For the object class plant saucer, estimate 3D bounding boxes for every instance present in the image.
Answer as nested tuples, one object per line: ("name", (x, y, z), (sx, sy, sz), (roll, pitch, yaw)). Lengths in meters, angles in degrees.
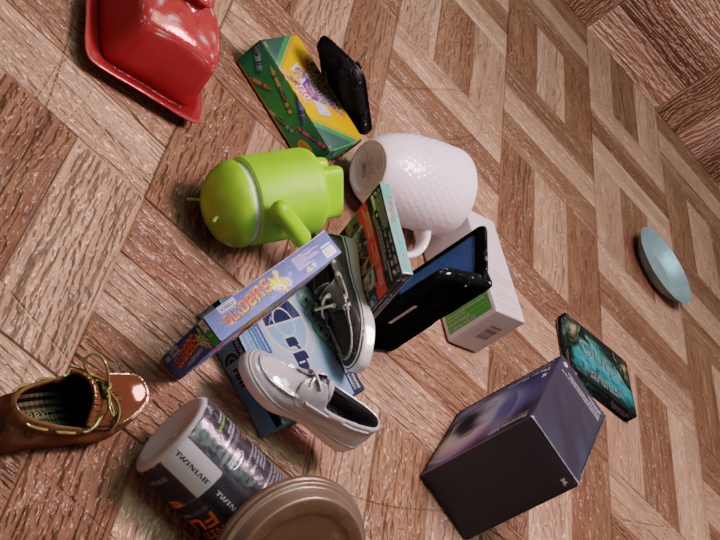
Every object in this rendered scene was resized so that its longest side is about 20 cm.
("plant saucer", (0.693, -0.004, 2.880), (0.201, 0.039, 0.202), (38, 35, -32))
("plant saucer", (-0.070, 0.311, 1.287), (0.199, 0.202, 0.029), (30, -4, -39))

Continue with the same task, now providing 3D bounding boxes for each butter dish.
("butter dish", (-0.254, -0.332, 1.657), (0.199, 0.147, 0.201), (30, 39, -39))

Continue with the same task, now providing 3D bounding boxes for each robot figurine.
("robot figurine", (-0.120, -0.095, 1.619), (0.198, 0.117, 0.175), (-12, 28, -29))

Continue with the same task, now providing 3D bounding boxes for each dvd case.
("dvd case", (0.000, 0.000, 1.667), (0.022, 0.200, 0.147), (8, 51, -30))

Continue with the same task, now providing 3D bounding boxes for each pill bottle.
("pill bottle", (-0.134, 0.238, 1.318), (0.200, 0.106, 0.107), (48, 30, -15))

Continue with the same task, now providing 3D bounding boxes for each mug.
("mug", (0.072, -0.118, 1.967), (0.174, 0.147, 0.203), (13, 80, -41))

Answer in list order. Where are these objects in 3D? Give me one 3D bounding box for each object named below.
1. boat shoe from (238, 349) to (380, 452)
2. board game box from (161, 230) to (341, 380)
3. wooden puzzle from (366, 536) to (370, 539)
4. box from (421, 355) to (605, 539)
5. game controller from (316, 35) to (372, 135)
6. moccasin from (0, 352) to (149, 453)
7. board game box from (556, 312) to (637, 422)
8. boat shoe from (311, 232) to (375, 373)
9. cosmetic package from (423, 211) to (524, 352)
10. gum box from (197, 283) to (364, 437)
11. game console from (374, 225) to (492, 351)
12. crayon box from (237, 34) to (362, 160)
("boat shoe", (-0.057, 0.148, 1.473), (0.200, 0.068, 0.072), (42, 33, -25))
("board game box", (-0.124, 0.040, 1.428), (0.200, 0.135, 0.035), (-37, 88, -37))
("wooden puzzle", (-0.033, 0.363, 1.429), (0.200, 0.037, 0.186), (39, 34, -21))
("box", (0.218, 0.245, 1.748), (0.124, 0.199, 0.198), (53, 29, -6))
("game controller", (-0.025, -0.291, 1.967), (0.105, 0.042, 0.200), (55, -10, 21))
("moccasin", (-0.281, 0.129, 1.233), (0.201, 0.077, 0.074), (5, 57, -55))
("board game box", (0.441, 0.181, 2.325), (0.199, 0.028, 0.136), (36, 36, -32))
("boat shoe", (-0.032, 0.041, 1.625), (0.063, 0.071, 0.202), (11, 52, -33))
("cosmetic package", (0.179, 0.015, 2.014), (0.084, 0.107, 0.202), (21, 43, -45))
("gum box", (-0.096, 0.105, 1.572), (0.199, 0.044, 0.171), (-15, 74, -59))
("game console", (0.078, 0.018, 1.760), (0.175, 0.199, 0.117), (11, 51, -51))
("crayon box", (-0.092, -0.262, 1.923), (0.201, 0.058, 0.119), (58, 29, 2))
